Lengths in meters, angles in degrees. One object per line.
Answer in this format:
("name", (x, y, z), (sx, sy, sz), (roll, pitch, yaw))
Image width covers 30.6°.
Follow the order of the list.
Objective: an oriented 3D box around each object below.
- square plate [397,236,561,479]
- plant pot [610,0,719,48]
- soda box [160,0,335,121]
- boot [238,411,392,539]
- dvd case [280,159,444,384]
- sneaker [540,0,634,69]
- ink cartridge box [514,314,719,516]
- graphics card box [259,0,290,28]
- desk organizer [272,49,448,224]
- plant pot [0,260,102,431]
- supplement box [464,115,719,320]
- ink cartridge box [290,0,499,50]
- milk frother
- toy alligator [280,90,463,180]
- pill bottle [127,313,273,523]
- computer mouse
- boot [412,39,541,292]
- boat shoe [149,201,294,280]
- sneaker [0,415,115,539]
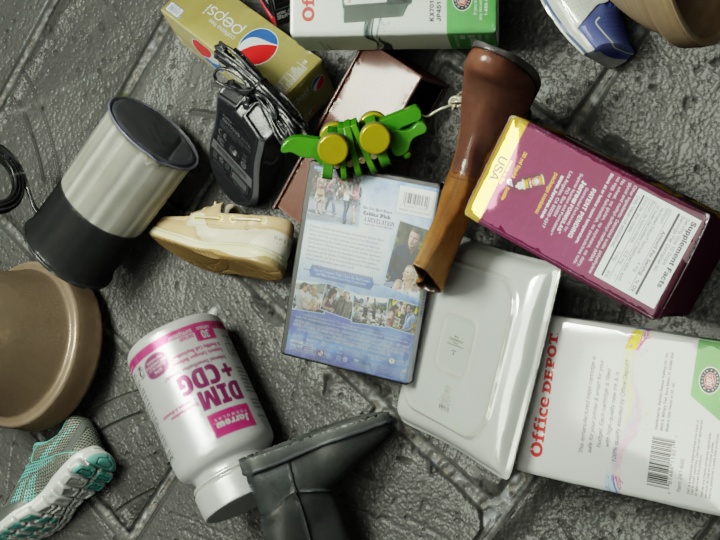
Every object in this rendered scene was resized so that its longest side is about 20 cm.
("square plate", (0.101, 0.073, 1.250), (0.200, 0.028, 0.200), (21, 99, 60))
("plant pot", (0.254, -0.291, 1.136), (0.092, 0.200, 0.203), (2, 88, 35))
("soda box", (-0.121, -0.236, 1.417), (0.200, 0.068, 0.064), (40, 80, 26))
("boot", (-0.018, 0.260, 1.331), (0.164, 0.066, 0.202), (-19, 89, -10))
("dvd case", (0.000, 0.000, 1.305), (0.142, 0.018, 0.202), (12, 97, 22))
("sneaker", (0.216, -0.300, 1.225), (0.115, 0.080, 0.201), (-33, 70, 27))
("ink cartridge box", (0.251, 0.125, 1.178), (0.199, 0.084, 0.146), (8, 91, 31))
("graphics card box", (-0.104, -0.365, 1.345), (0.051, 0.201, 0.126), (-23, 55, -7))
("desk organizer", (0.000, -0.128, 1.349), (0.077, 0.072, 0.201), (36, 105, 24))
("plant pot", (-0.423, 0.074, 1.509), (0.199, 0.174, 0.202), (-11, 71, 33))
("supplement box", (0.215, -0.047, 1.175), (0.199, 0.131, 0.104), (31, 102, 22))
("ink cartridge box", (0.033, -0.289, 1.260), (0.198, 0.083, 0.148), (-1, 90, 8))
("milk frother", (-0.319, -0.114, 1.451), (0.188, 0.199, 0.181), (-50, 49, 21))
("toy alligator", (0.023, -0.124, 1.270), (0.198, 0.059, 0.055), (-14, 109, 4))
("pill bottle", (-0.161, 0.158, 1.403), (0.113, 0.113, 0.201), (-35, 71, 24))
("computer mouse", (-0.108, -0.143, 1.384), (0.139, 0.053, 0.200), (49, 150, 15))
("boot", (0.089, -0.092, 1.198), (0.068, 0.188, 0.201), (26, 77, 9))
("boat shoe", (-0.147, -0.039, 1.436), (0.199, 0.074, 0.070), (12, 71, 38))
("sneaker", (-0.368, 0.247, 1.555), (0.200, 0.077, 0.092), (-39, 53, 19))
